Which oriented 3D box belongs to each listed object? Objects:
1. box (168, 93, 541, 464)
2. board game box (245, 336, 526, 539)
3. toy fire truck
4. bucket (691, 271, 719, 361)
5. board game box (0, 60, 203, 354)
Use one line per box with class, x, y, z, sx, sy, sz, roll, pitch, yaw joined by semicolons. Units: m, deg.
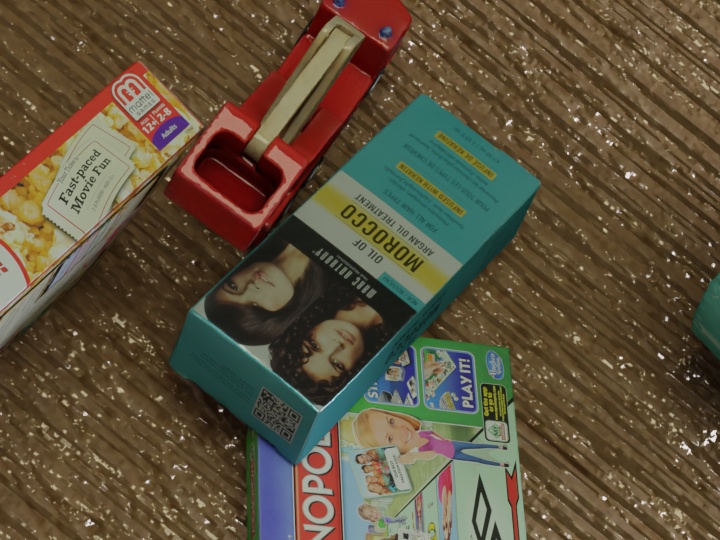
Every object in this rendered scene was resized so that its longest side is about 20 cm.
box;0.000;0.000;1.179;0.082;0.049;0.200;37;52;10
board game box;0.012;0.119;1.146;0.134;0.029;0.201;8;53;-14
toy fire truck;-0.031;-0.082;1.177;0.049;0.141;0.200;35;64;0
bucket;0.274;0.010;1.199;0.207;0.208;0.135;-38;73;-26
board game box;-0.171;0.009;1.079;0.046;0.152;0.200;45;55;0
